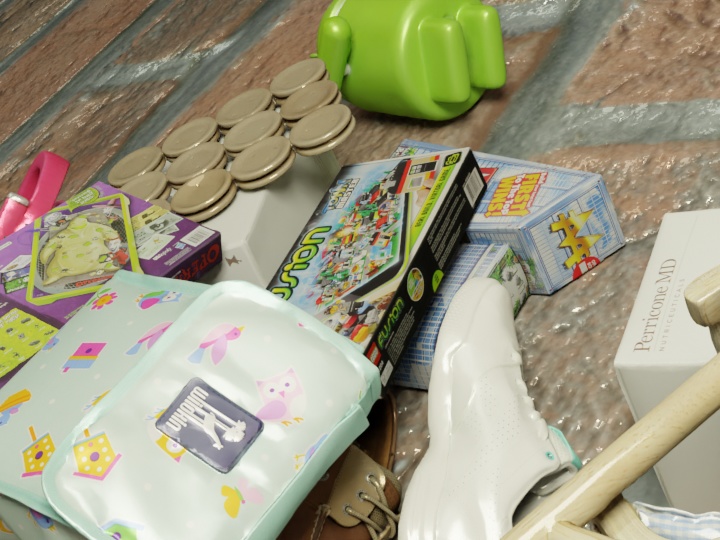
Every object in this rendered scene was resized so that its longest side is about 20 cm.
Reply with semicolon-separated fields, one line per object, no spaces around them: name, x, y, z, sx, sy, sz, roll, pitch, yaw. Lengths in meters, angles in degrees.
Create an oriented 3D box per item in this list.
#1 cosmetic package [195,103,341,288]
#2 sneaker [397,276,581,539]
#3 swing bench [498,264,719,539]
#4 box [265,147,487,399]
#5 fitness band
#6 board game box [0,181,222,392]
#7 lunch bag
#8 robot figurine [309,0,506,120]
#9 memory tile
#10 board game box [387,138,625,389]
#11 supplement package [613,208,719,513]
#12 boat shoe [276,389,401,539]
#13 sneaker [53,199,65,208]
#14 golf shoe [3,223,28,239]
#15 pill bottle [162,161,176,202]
cosmetic package;-0.074;-0.031;0.934;0.080;0.114;0.201;-13;33;24
sneaker;0.082;0.092;0.684;0.087;0.076;0.202;-1;52;19
swing bench;0.175;0.113;0.448;0.129;0.200;0.200;10;48;46
box;0.000;0.000;0.786;0.109;0.035;0.201;-5;39;33
fitness band;-0.297;-0.006;1.000;0.202;0.037;0.143;-66;16;-6
board game box;-0.196;0.012;0.776;0.119;0.033;0.200;25;43;25
lunch bag;-0.102;0.094;0.646;0.198;0.123;0.171;7;45;43
robot figurine;0.039;-0.196;1.070;0.174;0.117;0.199;-26;26;-29
memory tile;-0.101;-0.089;0.919;0.198;0.017;0.154;-28;31;1
board game box;0.069;-0.011;0.839;0.198;0.062;0.201;2;43;41
supplement package;0.240;0.043;0.573;0.198;0.118;0.118;-5;39;34
boat shoe;-0.012;0.132;0.692;0.071;0.076;0.201;-16;35;15
sneaker;-0.281;0.011;1.087;0.095;0.079;0.201;-39;26;17
golf shoe;-0.179;0.045;0.849;0.199;0.089;0.077;37;41;17
pill bottle;-0.189;0.001;0.979;0.110;0.111;0.201;0;42;38
